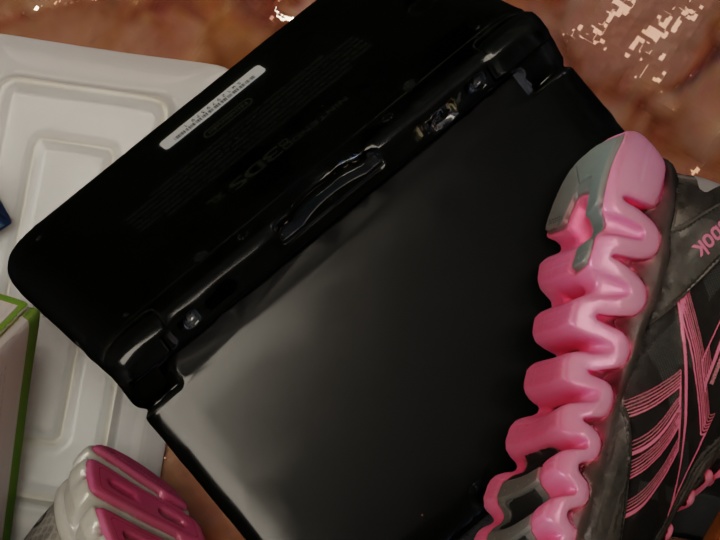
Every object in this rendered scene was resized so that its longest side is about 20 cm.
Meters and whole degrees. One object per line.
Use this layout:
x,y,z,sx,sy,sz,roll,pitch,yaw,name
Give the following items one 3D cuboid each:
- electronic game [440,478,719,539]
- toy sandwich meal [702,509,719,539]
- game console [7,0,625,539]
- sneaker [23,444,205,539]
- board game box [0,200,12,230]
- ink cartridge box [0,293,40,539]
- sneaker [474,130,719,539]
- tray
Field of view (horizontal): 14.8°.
0.109,0.154,0.985,0.200,0.042,0.200,3,75,-11,electronic game
0.209,0.136,0.951,0.205,0.070,0.205,3,74,-10,toy sandwich meal
0.000,0.000,1.022,0.200,0.116,0.176,-39,33,-11,game console
-0.086,0.162,0.991,0.087,0.074,0.200,-45,46,26,sneaker
-0.241,-0.067,1.088,0.135,0.034,0.200,-32,70,4,board game box
-0.189,0.104,0.960,0.076,0.200,0.148,16,116,11,ink cartridge box
0.100,0.057,0.946,0.095,0.079,0.200,17,82,-16,sneaker
-0.119,0.009,1.077,0.107,0.022,0.200,9,83,9,tray
